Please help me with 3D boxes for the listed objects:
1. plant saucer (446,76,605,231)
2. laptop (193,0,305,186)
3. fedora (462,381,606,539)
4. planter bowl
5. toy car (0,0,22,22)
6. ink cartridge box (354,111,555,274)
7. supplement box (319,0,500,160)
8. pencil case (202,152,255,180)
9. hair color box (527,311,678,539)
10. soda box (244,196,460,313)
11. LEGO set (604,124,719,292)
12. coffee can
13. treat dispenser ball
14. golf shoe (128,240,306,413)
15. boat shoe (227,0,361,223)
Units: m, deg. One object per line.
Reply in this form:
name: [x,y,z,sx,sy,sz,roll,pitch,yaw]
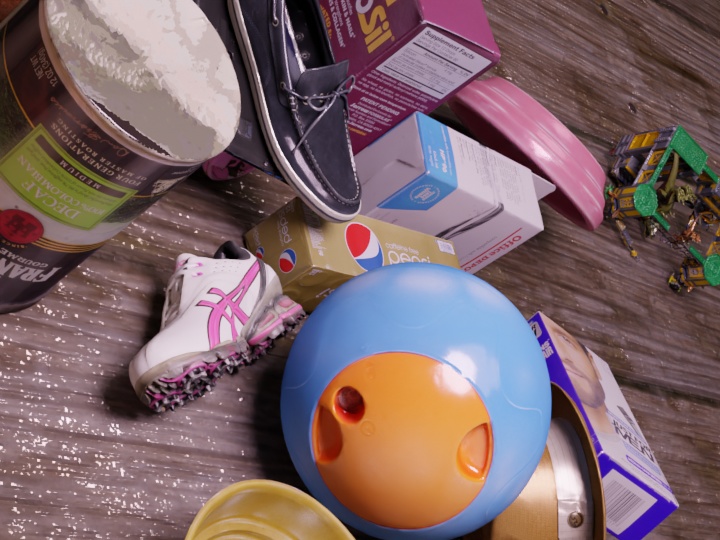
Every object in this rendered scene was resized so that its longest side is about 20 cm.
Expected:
plant saucer: [0.172,-0.123,1.432,0.200,0.051,0.201,43,0,0]
laptop: [-0.142,-0.162,1.101,0.199,0.102,0.180,25,57,-44]
fedora: [0.128,0.190,1.150,0.081,0.201,0.203,-1,59,-14]
planter bowl: [-0.066,0.241,0.905,0.200,0.083,0.203,34,41,-35]
toy car: [-0.223,-0.238,0.959,0.155,0.200,0.167,-2,66,-20]
ink cartridge box: [0.083,-0.055,1.300,0.199,0.115,0.069,21,49,-41]
supplement box: [0.004,-0.193,1.236,0.102,0.199,0.132,16,50,-44]
pencil case: [-0.125,-0.177,1.168,0.082,0.087,0.202,-22,78,-11]
hair color box: [0.199,0.138,1.290,0.109,0.065,0.201,36,19,-30]
soda box: [0.000,0.000,1.196,0.199,0.067,0.065,15,53,-46]
LEGO set: [0.353,-0.071,1.693,0.199,0.115,0.155,32,71,-27]
coffee can: [-0.192,-0.084,0.903,0.146,0.199,0.148,31,42,-32]
treat dispenser ball: [0.040,0.096,1.051,0.200,0.200,0.203,31,42,-33]
golf shoe: [-0.116,0.037,1.024,0.092,0.072,0.200,52,24,2]
boat shoe: [-0.039,-0.134,1.084,0.074,0.062,0.203,-23,95,-55]
